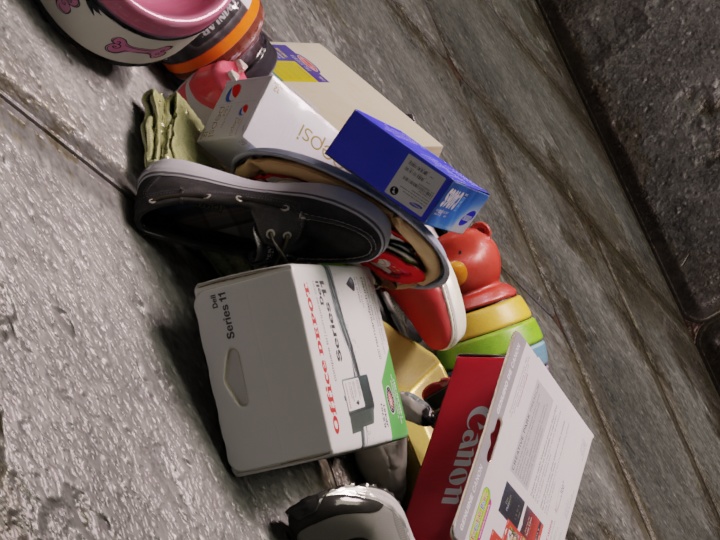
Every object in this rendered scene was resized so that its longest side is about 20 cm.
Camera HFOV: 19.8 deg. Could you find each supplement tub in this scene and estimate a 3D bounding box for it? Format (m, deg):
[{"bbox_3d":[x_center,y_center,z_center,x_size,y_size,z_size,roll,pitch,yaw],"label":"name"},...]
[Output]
[{"bbox_3d":[-0.155,-0.241,1.815,0.200,0.107,0.107,50,18,-32],"label":"supplement tub"}]

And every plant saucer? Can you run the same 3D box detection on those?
[{"bbox_3d":[0.049,0.147,1.856,0.200,0.048,0.200,36,28,-59],"label":"plant saucer"}]

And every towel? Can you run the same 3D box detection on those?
[{"bbox_3d":[-0.118,-0.051,1.711,0.200,0.036,0.149,52,16,-26],"label":"towel"}]

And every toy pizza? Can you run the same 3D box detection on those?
[{"bbox_3d":[-0.021,-0.033,1.670,0.200,0.032,0.200,26,-17,9],"label":"toy pizza"}]

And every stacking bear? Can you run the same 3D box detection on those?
[{"bbox_3d":[0.118,0.056,2.007,0.114,0.121,0.201,-19,92,-62],"label":"stacking bear"}]

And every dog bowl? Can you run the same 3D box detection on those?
[{"bbox_3d":[-0.177,-0.270,1.666,0.200,0.074,0.201,10,76,-41],"label":"dog bowl"}]

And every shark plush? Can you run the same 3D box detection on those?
[{"bbox_3d":[-0.015,0.107,1.759,0.200,0.091,0.083,52,-16,30],"label":"shark plush"}]

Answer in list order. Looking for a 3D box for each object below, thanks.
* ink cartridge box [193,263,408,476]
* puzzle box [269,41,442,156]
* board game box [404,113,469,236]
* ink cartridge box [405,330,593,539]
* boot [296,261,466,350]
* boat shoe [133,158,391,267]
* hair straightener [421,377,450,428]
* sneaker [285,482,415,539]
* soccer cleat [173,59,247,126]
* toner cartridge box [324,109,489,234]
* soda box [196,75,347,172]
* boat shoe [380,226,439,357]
[{"bbox_3d":[-0.042,0.073,1.569,0.200,0.083,0.147,0,77,-73],"label":"ink cartridge box"},{"bbox_3d":[-0.032,-0.156,1.924,0.133,0.025,0.200,-4,36,-43],"label":"puzzle box"},{"bbox_3d":[0.068,-0.050,2.190,0.200,0.028,0.135,64,-23,18],"label":"board game box"},{"bbox_3d":[0.104,0.175,1.711,0.176,0.084,0.200,54,46,-43],"label":"ink cartridge box"},{"bbox_3d":[0.000,0.000,1.873,0.144,0.072,0.200,-24,81,-36],"label":"boot"},{"bbox_3d":[-0.078,-0.033,1.578,0.199,0.070,0.066,16,43,-2],"label":"boat shoe"},{"bbox_3d":[0.119,0.186,1.862,0.200,0.041,0.077,55,15,-33],"label":"hair straightener"},{"bbox_3d":[0.015,0.226,1.548,0.200,0.074,0.079,47,24,-41],"label":"sneaker"},{"bbox_3d":[-0.088,-0.091,1.804,0.200,0.076,0.067,56,25,-13],"label":"soccer cleat"},{"bbox_3d":[0.040,-0.075,1.621,0.095,0.043,0.200,37,6,10],"label":"toner cartridge box"},{"bbox_3d":[-0.038,-0.079,1.730,0.200,0.068,0.064,38,66,-32],"label":"soda box"},{"bbox_3d":[0.050,0.003,2.091,0.069,0.071,0.200,41,25,-54],"label":"boat shoe"}]
